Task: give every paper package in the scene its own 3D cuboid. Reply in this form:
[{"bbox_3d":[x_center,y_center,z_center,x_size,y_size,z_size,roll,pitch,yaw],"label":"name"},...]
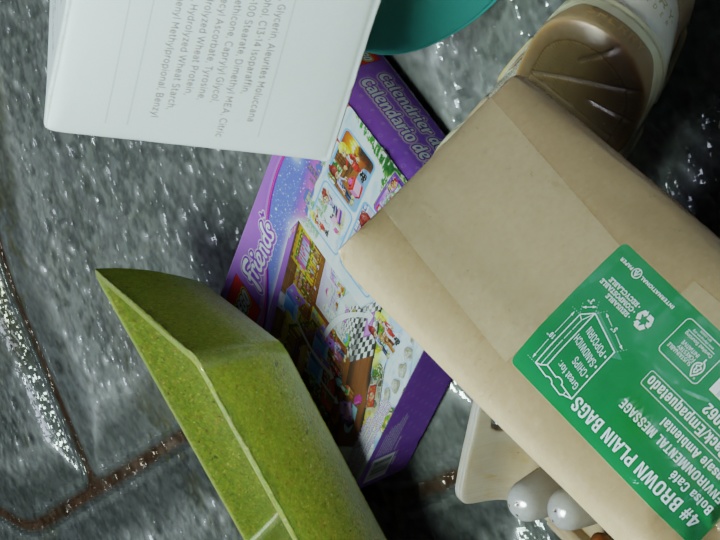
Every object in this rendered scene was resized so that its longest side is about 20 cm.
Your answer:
[{"bbox_3d":[0.117,0.044,0.845,0.104,0.191,0.200,-48,56,5],"label":"paper package"}]

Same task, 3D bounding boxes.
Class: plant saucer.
[{"bbox_3d":[-0.052,0.090,1.199,0.200,0.048,0.200,63,167,-21],"label":"plant saucer"}]

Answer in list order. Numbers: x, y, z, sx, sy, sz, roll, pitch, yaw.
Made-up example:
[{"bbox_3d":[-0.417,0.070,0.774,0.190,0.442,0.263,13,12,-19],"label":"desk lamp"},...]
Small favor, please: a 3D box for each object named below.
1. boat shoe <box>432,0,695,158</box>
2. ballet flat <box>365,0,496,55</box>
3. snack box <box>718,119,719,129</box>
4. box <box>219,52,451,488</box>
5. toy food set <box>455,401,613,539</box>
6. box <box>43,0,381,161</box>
[{"bbox_3d":[0.086,-0.064,0.960,0.072,0.065,0.200,39,150,4],"label":"boat shoe"},{"bbox_3d":[0.046,-0.156,0.976,0.073,0.073,0.200,66,154,6],"label":"ballet flat"},{"bbox_3d":[0.183,-0.113,0.819,0.072,0.024,0.200,46,141,35],"label":"snack box"},{"bbox_3d":[0.000,0.000,1.145,0.137,0.039,0.200,53,145,23],"label":"box"},{"bbox_3d":[0.118,0.109,1.005,0.200,0.060,0.144,43,139,36],"label":"toy food set"},{"bbox_3d":[-0.059,-0.187,0.974,0.200,0.130,0.199,109,162,-45],"label":"box"}]
